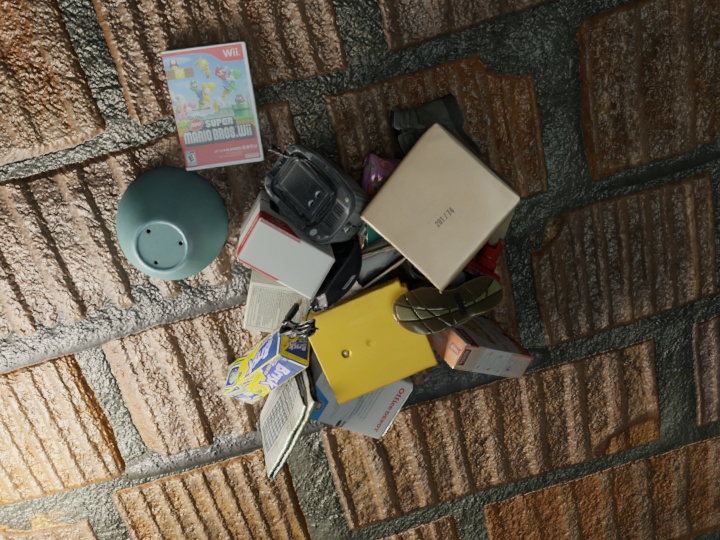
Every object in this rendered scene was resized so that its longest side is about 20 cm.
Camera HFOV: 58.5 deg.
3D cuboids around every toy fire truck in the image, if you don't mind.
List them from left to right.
[{"bbox_3d":[0.194,-0.053,1.184,0.174,0.129,0.202,28,79,-4],"label":"toy fire truck"}]

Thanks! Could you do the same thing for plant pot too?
[{"bbox_3d":[-0.335,-0.066,1.120,0.196,0.135,0.203,-3,112,-6],"label":"plant pot"}]

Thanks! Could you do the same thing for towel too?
[{"bbox_3d":[-0.146,0.268,1.247,0.034,0.193,0.202,22,109,-21],"label":"towel"}]

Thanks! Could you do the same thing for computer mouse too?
[{"bbox_3d":[-0.062,0.042,1.102,0.046,0.140,0.202,39,63,-19],"label":"computer mouse"}]

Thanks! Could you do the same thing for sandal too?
[{"bbox_3d":[0.151,0.061,1.116,0.197,0.054,0.082,-15,81,-10],"label":"sandal"}]

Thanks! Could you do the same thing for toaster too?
[{"bbox_3d":[-0.072,-0.132,1.104,0.200,0.129,0.114,43,103,17],"label":"toaster"}]

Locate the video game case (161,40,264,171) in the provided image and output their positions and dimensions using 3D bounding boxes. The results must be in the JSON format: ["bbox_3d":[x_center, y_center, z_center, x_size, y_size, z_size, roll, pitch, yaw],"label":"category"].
[{"bbox_3d":[-0.251,-0.281,1.108,0.140,0.017,0.203,-8,112,-3],"label":"video game case"}]

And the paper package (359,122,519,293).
[{"bbox_3d":[0.131,-0.106,1.052,0.190,0.103,0.201,41,107,1],"label":"paper package"}]

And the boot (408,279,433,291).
[{"bbox_3d":[0.113,0.047,1.265,0.199,0.074,0.076,-37,100,0],"label":"boot"}]

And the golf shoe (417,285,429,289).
[{"bbox_3d":[0.051,0.091,1.208,0.200,0.092,0.075,-44,144,7],"label":"golf shoe"}]

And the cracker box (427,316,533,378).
[{"bbox_3d":[0.219,0.138,1.237,0.198,0.134,0.058,13,112,-37],"label":"cracker box"}]

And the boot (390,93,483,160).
[{"bbox_3d":[0.132,-0.203,1.123,0.129,0.068,0.203,-21,77,-6],"label":"boot"}]

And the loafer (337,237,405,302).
[{"bbox_3d":[0.000,0.000,1.146,0.198,0.063,0.072,-32,106,-1],"label":"loafer"}]

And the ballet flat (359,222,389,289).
[{"bbox_3d":[0.022,-0.026,1.217,0.067,0.067,0.203,3,112,-15],"label":"ballet flat"}]

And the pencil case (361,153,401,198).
[{"bbox_3d":[0.101,-0.161,1.168,0.196,0.088,0.089,5,111,-10],"label":"pencil case"}]

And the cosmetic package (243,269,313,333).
[{"bbox_3d":[-0.117,0.064,1.225,0.197,0.087,0.105,11,108,-10],"label":"cosmetic package"}]

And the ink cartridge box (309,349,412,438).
[{"bbox_3d":[-0.017,0.237,1.294,0.198,0.086,0.148,23,107,-27],"label":"ink cartridge box"}]

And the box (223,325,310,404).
[{"bbox_3d":[-0.180,0.183,1.227,0.069,0.065,0.199,27,134,-29],"label":"box"}]

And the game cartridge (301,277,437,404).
[{"bbox_3d":[0.017,0.126,1.152,0.197,0.032,0.178,-22,105,3],"label":"game cartridge"}]

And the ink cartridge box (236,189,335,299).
[{"bbox_3d":[-0.131,-0.051,1.118,0.143,0.200,0.084,29,103,-17],"label":"ink cartridge box"}]
